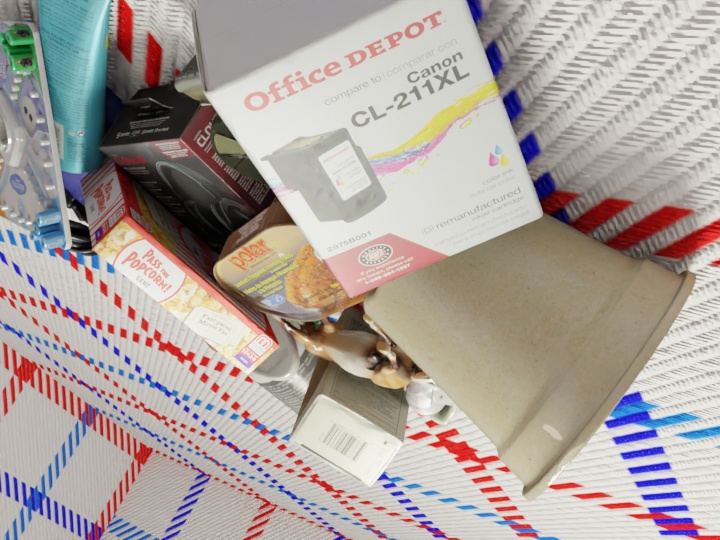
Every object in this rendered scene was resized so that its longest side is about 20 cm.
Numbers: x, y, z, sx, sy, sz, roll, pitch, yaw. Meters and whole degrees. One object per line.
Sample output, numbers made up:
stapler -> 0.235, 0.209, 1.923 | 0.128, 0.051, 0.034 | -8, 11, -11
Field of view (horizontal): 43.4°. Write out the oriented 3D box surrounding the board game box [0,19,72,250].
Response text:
board game box -> -0.342, -0.133, 0.858 | 0.199, 0.026, 0.202 | 20, 120, 45

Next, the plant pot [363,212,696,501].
plant pot -> 0.110, 0.031, 0.671 | 0.183, 0.201, 0.201 | 36, 160, 12

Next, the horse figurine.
horse figurine -> -0.002, 0.072, 0.885 | 0.198, 0.050, 0.133 | 14, 159, 27

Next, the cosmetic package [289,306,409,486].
cosmetic package -> -0.002, 0.131, 0.994 | 0.105, 0.200, 0.071 | 31, 115, -5

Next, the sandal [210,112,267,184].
sandal -> -0.019, -0.088, 0.713 | 0.200, 0.058, 0.080 | 24, 139, -16

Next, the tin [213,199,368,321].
tin -> -0.051, -0.008, 0.767 | 0.111, 0.042, 0.199 | 26, 153, -24

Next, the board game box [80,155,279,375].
board game box -> -0.173, -0.007, 0.864 | 0.200, 0.046, 0.152 | 45, -174, -34

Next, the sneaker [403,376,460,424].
sneaker -> 0.080, 0.092, 0.930 | 0.074, 0.100, 0.200 | 17, 154, 32

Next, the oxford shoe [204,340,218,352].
oxford shoe -> -0.207, 0.024, 1.142 | 0.075, 0.070, 0.200 | 52, 171, -36

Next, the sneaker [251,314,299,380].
sneaker -> -0.104, 0.068, 1.000 | 0.099, 0.071, 0.200 | 27, -176, -45

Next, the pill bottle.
pill bottle -> -0.077, 0.116, 1.161 | 0.200, 0.114, 0.113 | 43, 155, -31

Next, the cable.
cable -> -0.334, -0.094, 0.996 | 0.200, 0.051, 0.163 | 54, -175, 33

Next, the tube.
tube -> -0.249, -0.175, 0.787 | 0.077, 0.051, 0.201 | 23, 136, 5

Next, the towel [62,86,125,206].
towel -> -0.254, -0.117, 0.922 | 0.147, 0.050, 0.200 | -24, 124, 39

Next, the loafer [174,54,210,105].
loafer -> -0.058, -0.139, 0.631 | 0.199, 0.076, 0.070 | 3, 142, 48

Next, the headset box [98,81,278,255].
headset box -> -0.130, -0.091, 0.825 | 0.148, 0.078, 0.200 | 5, 149, 47

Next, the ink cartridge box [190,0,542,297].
ink cartridge box -> 0.010, -0.092, 0.543 | 0.145, 0.083, 0.200 | -23, 139, 10
